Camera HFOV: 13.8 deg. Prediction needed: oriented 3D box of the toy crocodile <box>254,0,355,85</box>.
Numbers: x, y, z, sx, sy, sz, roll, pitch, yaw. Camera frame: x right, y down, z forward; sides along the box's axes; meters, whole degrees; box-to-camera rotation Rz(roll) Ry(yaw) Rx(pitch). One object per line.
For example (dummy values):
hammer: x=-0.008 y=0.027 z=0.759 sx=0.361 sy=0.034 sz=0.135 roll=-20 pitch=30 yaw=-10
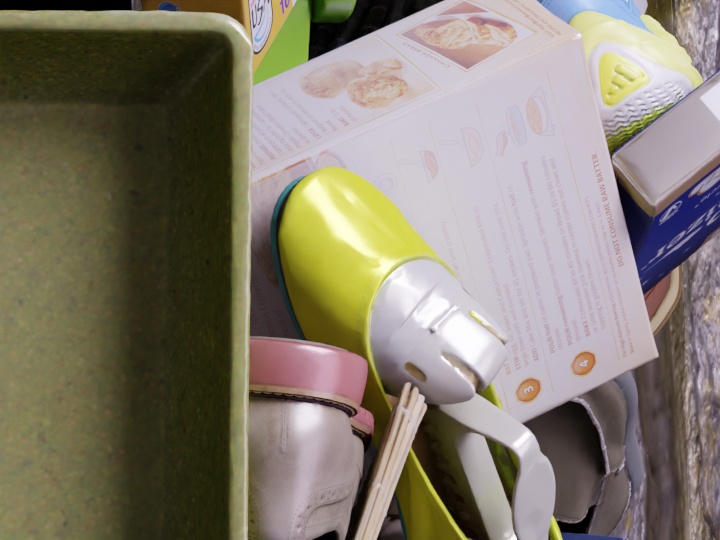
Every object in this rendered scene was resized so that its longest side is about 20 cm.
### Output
toy crocodile: x=-0.042 y=-0.157 z=1.192 sx=0.067 sy=0.062 sz=0.200 roll=-4 pitch=98 yaw=-20

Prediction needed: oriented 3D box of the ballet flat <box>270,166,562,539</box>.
ballet flat: x=0.031 y=0.046 z=1.099 sx=0.067 sy=0.067 sz=0.200 roll=-44 pitch=128 yaw=-31

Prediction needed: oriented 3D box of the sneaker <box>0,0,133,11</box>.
sneaker: x=-0.107 y=-0.118 z=1.046 sx=0.200 sy=0.084 sz=0.075 roll=-64 pitch=143 yaw=-36

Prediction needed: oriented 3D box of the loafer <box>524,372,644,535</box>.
loafer: x=0.094 y=0.088 z=1.421 sx=0.200 sy=0.075 sz=0.070 roll=59 pitch=47 yaw=-57

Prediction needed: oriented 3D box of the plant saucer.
plant saucer: x=-0.133 y=0.018 z=0.936 sx=0.048 sy=0.199 sz=0.200 roll=-88 pitch=179 yaw=-86

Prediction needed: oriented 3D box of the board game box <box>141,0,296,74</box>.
board game box: x=-0.037 y=-0.191 z=1.021 sx=0.153 sy=0.040 sz=0.200 roll=-64 pitch=158 yaw=-43

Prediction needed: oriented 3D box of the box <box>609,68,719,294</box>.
box: x=0.144 y=-0.039 z=1.247 sx=0.121 sy=0.032 sz=0.200 roll=-38 pitch=169 yaw=-14

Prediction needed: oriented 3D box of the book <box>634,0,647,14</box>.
book: x=0.089 y=-0.196 z=1.443 sx=0.134 sy=0.048 sz=0.200 roll=-50 pitch=132 yaw=-53

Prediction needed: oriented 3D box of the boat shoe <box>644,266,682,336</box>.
boat shoe: x=0.126 y=-0.027 z=1.496 sx=0.068 sy=0.072 sz=0.200 roll=65 pitch=33 yaw=-31

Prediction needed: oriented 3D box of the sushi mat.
sushi mat: x=-0.014 y=0.134 z=1.013 sx=0.200 sy=0.012 sz=0.096 roll=-70 pitch=-179 yaw=-51

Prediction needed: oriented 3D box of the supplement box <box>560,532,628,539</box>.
supplement box: x=0.052 y=0.249 z=1.309 sx=0.200 sy=0.134 sz=0.200 roll=-61 pitch=142 yaw=-38

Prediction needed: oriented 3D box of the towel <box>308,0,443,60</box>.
towel: x=0.034 y=-0.047 z=1.311 sx=0.200 sy=0.085 sz=0.166 roll=-66 pitch=146 yaw=-36

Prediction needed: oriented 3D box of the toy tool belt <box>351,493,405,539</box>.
toy tool belt: x=-0.012 y=0.129 z=1.219 sx=0.200 sy=0.123 sz=0.125 roll=-69 pitch=150 yaw=-44

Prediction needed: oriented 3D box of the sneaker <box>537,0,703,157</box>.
sneaker: x=0.098 y=-0.092 z=1.255 sx=0.105 sy=0.076 sz=0.200 roll=61 pitch=-3 yaw=8

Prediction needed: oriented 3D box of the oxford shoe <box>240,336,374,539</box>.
oxford shoe: x=-0.034 y=0.074 z=1.022 sx=0.200 sy=0.070 sz=0.075 roll=83 pitch=13 yaw=-78

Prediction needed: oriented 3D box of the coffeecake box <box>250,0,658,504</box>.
coffeecake box: x=0.000 y=0.000 z=1.150 sx=0.200 sy=0.073 sz=0.154 roll=-25 pitch=122 yaw=-14
